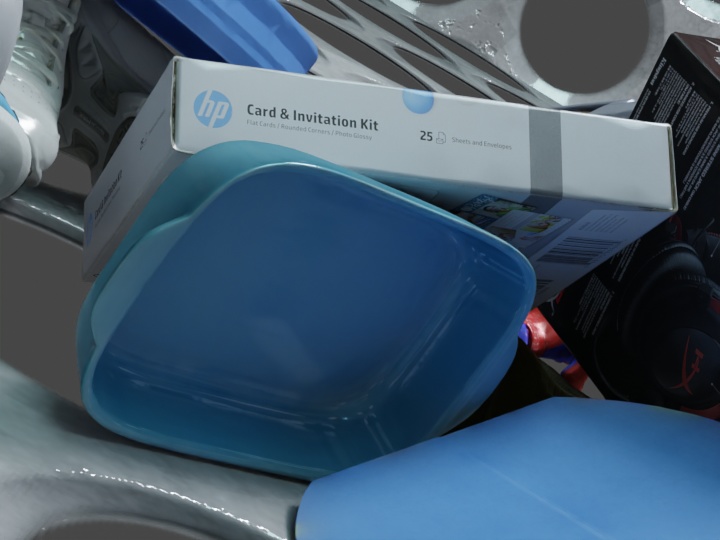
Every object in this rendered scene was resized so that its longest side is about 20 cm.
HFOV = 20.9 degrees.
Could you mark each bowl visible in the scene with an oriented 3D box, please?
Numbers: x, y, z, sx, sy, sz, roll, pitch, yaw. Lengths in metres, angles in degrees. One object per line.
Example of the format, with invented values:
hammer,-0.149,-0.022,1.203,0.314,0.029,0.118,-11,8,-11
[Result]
bowl,-0.104,-0.150,0.945,0.200,0.039,0.201,38,-2,2

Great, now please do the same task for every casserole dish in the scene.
casserole dish,-0.021,0.014,0.704,0.200,0.121,0.039,19,23,-47

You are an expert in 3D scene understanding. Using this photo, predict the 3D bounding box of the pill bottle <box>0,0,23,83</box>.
pill bottle,-0.238,-0.119,0.739,0.200,0.112,0.111,19,17,-46

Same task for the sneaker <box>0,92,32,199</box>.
sneaker,-0.179,-0.028,0.647,0.087,0.075,0.200,46,25,27

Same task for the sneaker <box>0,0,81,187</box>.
sneaker,-0.168,-0.106,0.887,0.075,0.100,0.200,33,10,-30

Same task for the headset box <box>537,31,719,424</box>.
headset box,0.172,0.020,0.793,0.075,0.149,0.200,4,34,-31

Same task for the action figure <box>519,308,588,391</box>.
action figure,0.052,0.051,0.921,0.200,0.099,0.065,-3,32,-29

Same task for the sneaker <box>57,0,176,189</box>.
sneaker,-0.106,-0.080,0.976,0.099,0.078,0.200,4,37,-44

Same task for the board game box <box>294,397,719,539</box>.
board game box,0.075,0.105,0.692,0.200,0.039,0.158,-16,27,-33

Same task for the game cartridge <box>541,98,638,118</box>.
game cartridge,0.104,-0.021,1.051,0.041,0.133,0.200,-19,11,-36

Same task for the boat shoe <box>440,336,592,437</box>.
boat shoe,0.057,0.061,0.855,0.200,0.073,0.063,24,0,-34

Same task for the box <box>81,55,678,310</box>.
box,0.002,-0.026,0.781,0.200,0.041,0.156,5,-19,-19
